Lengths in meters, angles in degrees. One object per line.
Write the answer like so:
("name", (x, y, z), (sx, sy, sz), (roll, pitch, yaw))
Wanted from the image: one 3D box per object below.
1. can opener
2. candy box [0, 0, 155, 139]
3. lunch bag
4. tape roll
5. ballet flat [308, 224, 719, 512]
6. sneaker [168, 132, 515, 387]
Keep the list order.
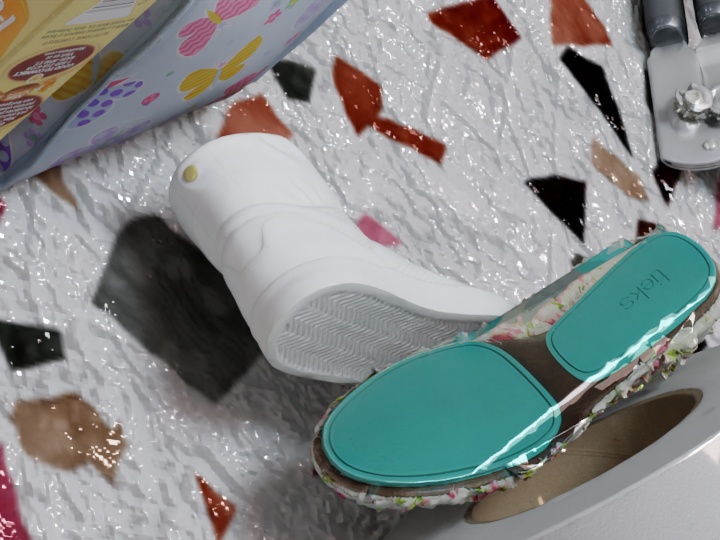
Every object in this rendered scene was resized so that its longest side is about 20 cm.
("can opener", (0.180, -0.130, 1.366), (0.066, 0.053, 0.200), (59, 23, -57))
("candy box", (-0.143, -0.119, 0.906), (0.055, 0.200, 0.116), (-14, 74, -50))
("lunch bag", (-0.071, -0.142, 0.995), (0.170, 0.200, 0.127), (-29, 85, -50))
("tape roll", (0.096, 0.087, 0.994), (0.203, 0.203, 0.037), (-34, 98, -51))
("ballet flat", (0.067, 0.051, 1.018), (0.200, 0.064, 0.076), (-26, 63, -22))
("sneaker", (0.000, 0.000, 1.063), (0.200, 0.074, 0.116), (28, 21, -55))
